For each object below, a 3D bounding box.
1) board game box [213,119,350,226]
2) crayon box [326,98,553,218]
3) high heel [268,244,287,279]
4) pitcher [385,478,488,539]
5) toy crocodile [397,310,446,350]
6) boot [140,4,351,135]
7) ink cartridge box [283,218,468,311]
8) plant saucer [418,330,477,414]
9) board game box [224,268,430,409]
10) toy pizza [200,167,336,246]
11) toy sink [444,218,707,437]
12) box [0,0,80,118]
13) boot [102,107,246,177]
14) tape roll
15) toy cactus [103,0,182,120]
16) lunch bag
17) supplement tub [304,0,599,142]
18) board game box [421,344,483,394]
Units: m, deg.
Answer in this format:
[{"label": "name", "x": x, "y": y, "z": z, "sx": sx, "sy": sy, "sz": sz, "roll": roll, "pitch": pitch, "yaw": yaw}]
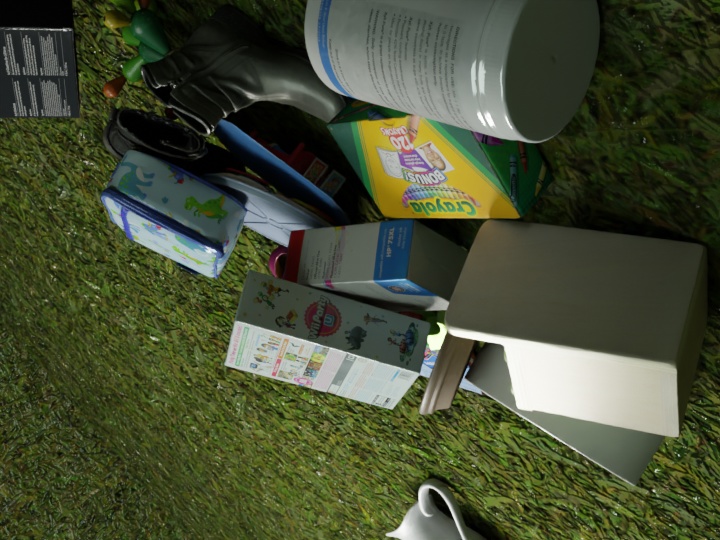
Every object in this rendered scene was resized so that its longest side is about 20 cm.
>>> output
[{"label": "board game box", "x": -0.080, "y": -0.120, "z": 1.259, "sx": 0.200, "sy": 0.039, "sz": 0.158, "roll": 37, "pitch": 171, "yaw": 1}, {"label": "crayon box", "x": 0.070, "y": -0.112, "z": 1.038, "sx": 0.199, "sy": 0.058, "sz": 0.119, "roll": 3, "pitch": 134, "yaw": 53}, {"label": "high heel", "x": -0.096, "y": 0.013, "z": 1.394, "sx": 0.200, "sy": 0.095, "sz": 0.068, "roll": 26, "pitch": 131, "yaw": 57}, {"label": "pitcher", "x": 0.146, "y": 0.428, "z": 1.708, "sx": 0.200, "sy": 0.121, "sz": 0.172, "roll": 45, "pitch": 142, "yaw": 23}, {"label": "toy crocodile", "x": 0.024, "y": 0.066, "z": 1.305, "sx": 0.199, "sy": 0.068, "sz": 0.062, "roll": 6, "pitch": 148, "yaw": 31}, {"label": "boot", "x": -0.117, "y": -0.176, "z": 1.125, "sx": 0.199, "sy": 0.131, "sz": 0.068, "roll": 34, "pitch": 154, "yaw": 18}, {"label": "ink cartridge box", "x": 0.000, "y": 0.000, "z": 1.188, "sx": 0.199, "sy": 0.068, "sz": 0.116, "roll": -3, "pitch": 161, "yaw": 35}, {"label": "plant saucer", "x": 0.105, "y": 0.050, "z": 1.083, "sx": 0.029, "sy": 0.201, "sz": 0.201, "roll": 21, "pitch": 151, "yaw": 9}, {"label": "board game box", "x": -0.040, "y": 0.079, "z": 1.200, "sx": 0.199, "sy": 0.065, "sz": 0.148, "roll": 15, "pitch": 155, "yaw": -5}, {"label": "toy pizza", "x": -0.094, "y": -0.067, "z": 1.290, "sx": 0.199, "sy": 0.032, "sz": 0.200, "roll": 25, "pitch": 169, "yaw": 5}, {"label": "toy sink", "x": 0.190, "y": 0.049, "z": 0.969, "sx": 0.199, "sy": 0.131, "sz": 0.112, "roll": 8, "pitch": 141, "yaw": 23}, {"label": "box", "x": -0.432, "y": -0.277, "z": 1.408, "sx": 0.200, "sy": 0.140, "sz": 0.079, "roll": 114, "pitch": 149, "yaw": -63}, {"label": "boot", "x": -0.207, "y": -0.135, "z": 1.284, "sx": 0.199, "sy": 0.070, "sz": 0.174, "roll": 18, "pitch": 176, "yaw": -22}, {"label": "tape roll", "x": 0.204, "y": 0.131, "z": 1.112, "sx": 0.202, "sy": 0.071, "sz": 0.202, "roll": 31, "pitch": 179, "yaw": 0}, {"label": "toy cactus", "x": -0.224, "y": -0.234, "z": 1.219, "sx": 0.165, "sy": 0.102, "sz": 0.201, "roll": 37, "pitch": 154, "yaw": 35}, {"label": "lunch bag", "x": -0.218, "y": -0.065, "z": 1.291, "sx": 0.160, "sy": 0.083, "sz": 0.200, "roll": 29, "pitch": 169, "yaw": -5}, {"label": "supplement tub", "x": 0.066, "y": -0.181, "z": 0.854, "sx": 0.199, "sy": 0.132, "sz": 0.132, "roll": 23, "pitch": 148, "yaw": 37}, {"label": "board game box", "x": 0.057, "y": 0.094, "z": 1.379, "sx": 0.199, "sy": 0.020, "sz": 0.103, "roll": 15, "pitch": 151, "yaw": 34}]
